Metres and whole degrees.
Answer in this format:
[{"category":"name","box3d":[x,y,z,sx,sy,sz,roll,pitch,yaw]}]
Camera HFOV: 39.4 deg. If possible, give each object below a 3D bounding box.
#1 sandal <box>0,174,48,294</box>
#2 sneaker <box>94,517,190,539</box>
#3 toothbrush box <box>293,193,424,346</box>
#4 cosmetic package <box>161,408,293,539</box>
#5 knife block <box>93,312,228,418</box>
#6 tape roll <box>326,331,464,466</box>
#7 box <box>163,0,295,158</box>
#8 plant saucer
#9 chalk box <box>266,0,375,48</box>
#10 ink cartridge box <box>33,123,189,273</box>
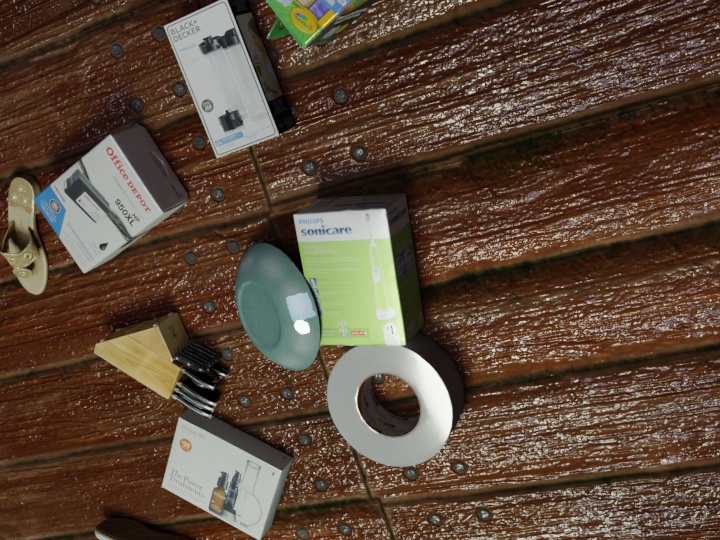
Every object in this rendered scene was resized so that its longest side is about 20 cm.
[{"category":"sandal","box3d":[-0.573,-0.049,1.673,0.077,0.070,0.214,13,114,18]},{"category":"sneaker","box3d":[-0.389,0.521,1.808,0.198,0.070,0.110,12,111,15]},{"category":"toothbrush box","box3d":[0.000,0.000,1.439,0.144,0.086,0.202,-2,109,25]},{"category":"cosmetic package","box3d":[-0.225,0.338,1.682,0.198,0.052,0.152,24,114,13]},{"category":"knife block","box3d":[-0.318,0.167,1.649,0.198,0.064,0.177,-15,102,27]},{"category":"tape roll","box3d":[0.052,0.188,1.499,0.198,0.066,0.202,8,111,20]},{"category":"box","box3d":[-0.186,-0.276,1.430,0.116,0.060,0.202,-14,103,26]},{"category":"plant saucer","box3d":[-0.137,0.061,1.498,0.200,0.038,0.203,28,128,41]},{"category":"chalk box","box3d":[-0.052,-0.376,1.299,0.199,0.125,0.124,-36,93,28]},{"category":"ink cartridge box","box3d":[-0.387,-0.112,1.563,0.199,0.084,0.145,-32,95,29]}]
